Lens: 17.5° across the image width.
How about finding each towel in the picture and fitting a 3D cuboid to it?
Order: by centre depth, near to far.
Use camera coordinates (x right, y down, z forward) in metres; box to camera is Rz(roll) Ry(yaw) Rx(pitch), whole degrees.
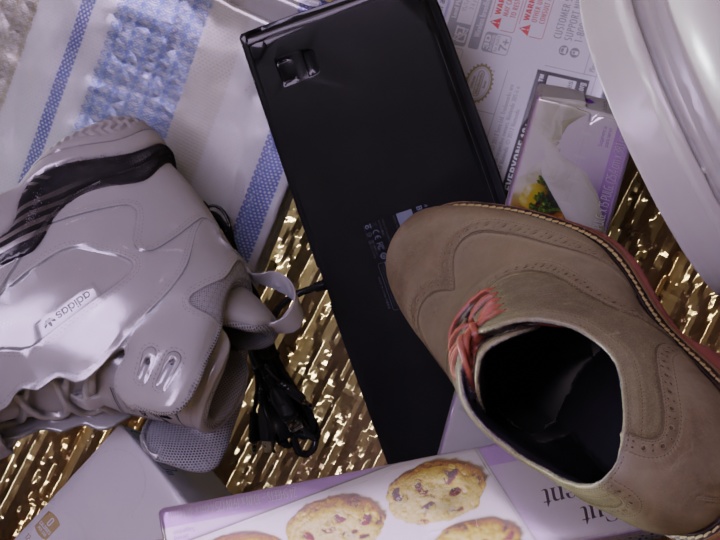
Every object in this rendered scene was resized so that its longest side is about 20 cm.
[{"bbox_3d":[-0.113,-0.069,0.926,0.199,0.024,0.147,22,102,8],"label":"towel"}]

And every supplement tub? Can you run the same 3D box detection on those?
[{"bbox_3d":[0.191,-0.086,0.805,0.199,0.145,0.146,-25,69,17],"label":"supplement tub"}]

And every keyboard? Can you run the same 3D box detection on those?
[{"bbox_3d":[0.000,0.000,0.895,0.127,0.021,0.201,-17,97,11],"label":"keyboard"}]

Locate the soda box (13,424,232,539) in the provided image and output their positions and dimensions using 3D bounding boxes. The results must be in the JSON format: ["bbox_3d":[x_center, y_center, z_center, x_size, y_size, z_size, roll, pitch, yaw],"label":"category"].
[{"bbox_3d":[-0.040,0.152,0.874,0.068,0.064,0.200,-46,66,7],"label":"soda box"}]

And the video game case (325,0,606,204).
[{"bbox_3d":[0.035,-0.122,0.937,0.181,0.045,0.201,16,86,26],"label":"video game case"}]

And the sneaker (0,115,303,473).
[{"bbox_3d":[-0.117,0.042,0.849,0.115,0.075,0.200,40,75,23],"label":"sneaker"}]

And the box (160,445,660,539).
[{"bbox_3d":[0.031,0.086,0.819,0.199,0.039,0.042,-10,77,2],"label":"box"}]

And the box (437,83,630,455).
[{"bbox_3d":[0.058,0.032,0.862,0.039,0.041,0.201,15,103,3],"label":"box"}]

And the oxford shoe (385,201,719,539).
[{"bbox_3d":[0.056,0.020,0.762,0.200,0.075,0.071,35,104,52],"label":"oxford shoe"}]
